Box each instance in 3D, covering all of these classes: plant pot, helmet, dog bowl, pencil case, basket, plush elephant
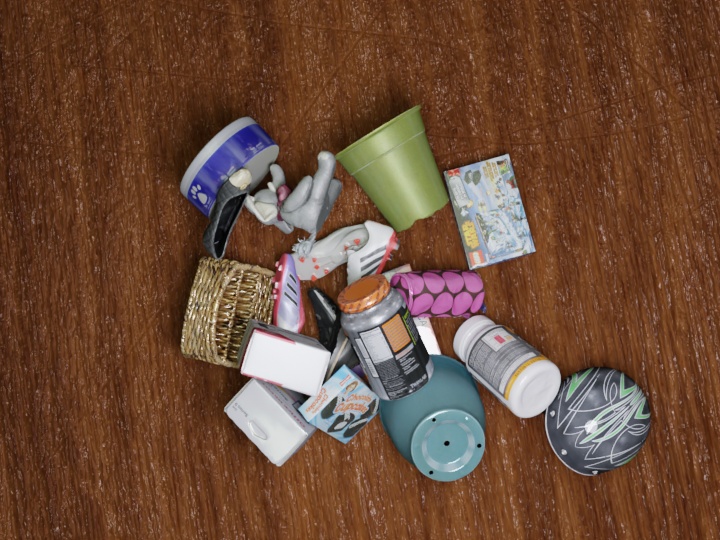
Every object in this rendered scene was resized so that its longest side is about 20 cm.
[{"bbox_3d":[0.076,-0.185,1.630,0.198,0.200,0.192,-30,94,0],"label":"plant pot"},{"bbox_3d":[0.431,0.273,1.543,0.196,0.191,0.204,0,84,3],"label":"helmet"},{"bbox_3d":[-0.251,-0.196,1.634,0.079,0.200,0.200,43,88,4],"label":"dog bowl"},{"bbox_3d":[0.143,0.048,1.593,0.197,0.091,0.095,1,118,-34],"label":"pencil case"},{"bbox_3d":[-0.251,0.083,1.635,0.146,0.143,0.203,12,85,6],"label":"basket"},{"bbox_3d":[0.143,0.278,1.535,0.196,0.188,0.204,-2,103,-6],"label":"plant pot"},{"bbox_3d":[-0.139,-0.136,1.638,0.153,0.165,0.203,19,83,9],"label":"plush elephant"}]

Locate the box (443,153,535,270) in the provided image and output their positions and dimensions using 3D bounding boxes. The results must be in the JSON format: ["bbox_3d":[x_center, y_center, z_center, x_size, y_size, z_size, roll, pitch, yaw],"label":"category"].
[{"bbox_3d":[0.253,-0.114,1.671,0.135,0.040,0.203,-14,84,1],"label":"box"}]

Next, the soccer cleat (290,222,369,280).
[{"bbox_3d":[-0.063,-0.036,1.679,0.197,0.078,0.070,-20,119,18],"label":"soccer cleat"}]

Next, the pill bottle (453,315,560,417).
[{"bbox_3d":[0.266,0.172,1.561,0.117,0.116,0.200,-46,42,-1],"label":"pill bottle"}]

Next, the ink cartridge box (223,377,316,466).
[{"bbox_3d":[-0.155,0.270,1.577,0.145,0.200,0.088,44,96,7],"label":"ink cartridge box"}]

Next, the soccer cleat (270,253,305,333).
[{"bbox_3d":[-0.139,0.067,1.658,0.075,0.067,0.204,4,99,-16],"label":"soccer cleat"}]

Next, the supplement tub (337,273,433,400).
[{"bbox_3d":[0.042,0.116,1.494,0.121,0.123,0.202,-24,110,1],"label":"supplement tub"}]

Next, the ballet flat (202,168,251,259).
[{"bbox_3d":[-0.240,-0.106,1.562,0.057,0.066,0.201,51,132,26],"label":"ballet flat"}]

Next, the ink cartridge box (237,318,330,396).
[{"bbox_3d":[-0.144,0.154,1.539,0.145,0.200,0.084,18,89,-11],"label":"ink cartridge box"}]

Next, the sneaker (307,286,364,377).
[{"bbox_3d":[-0.060,0.131,1.654,0.087,0.076,0.201,-35,83,5],"label":"sneaker"}]

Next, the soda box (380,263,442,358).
[{"bbox_3d":[0.099,0.093,1.650,0.067,0.064,0.203,-20,83,2],"label":"soda box"}]

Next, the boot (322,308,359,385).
[{"bbox_3d":[-0.001,0.170,1.591,0.136,0.078,0.202,19,110,-17],"label":"boot"}]

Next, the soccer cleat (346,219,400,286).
[{"bbox_3d":[0.000,0.000,1.604,0.084,0.069,0.202,29,103,-2],"label":"soccer cleat"}]

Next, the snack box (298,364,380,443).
[{"bbox_3d":[-0.029,0.253,1.576,0.116,0.200,0.037,-44,61,-1],"label":"snack box"}]
